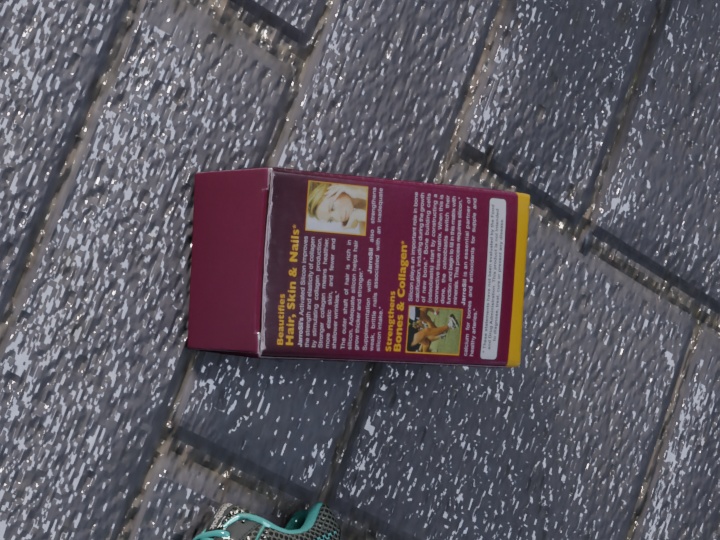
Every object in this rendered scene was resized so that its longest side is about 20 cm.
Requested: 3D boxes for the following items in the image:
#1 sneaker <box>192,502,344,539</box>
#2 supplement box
[{"bbox_3d":[-0.085,0.185,1.411,0.199,0.077,0.092,-4,77,-39],"label":"sneaker"},{"bbox_3d":[0.000,0.000,1.449,0.199,0.085,0.112,4,88,-36],"label":"supplement box"}]
